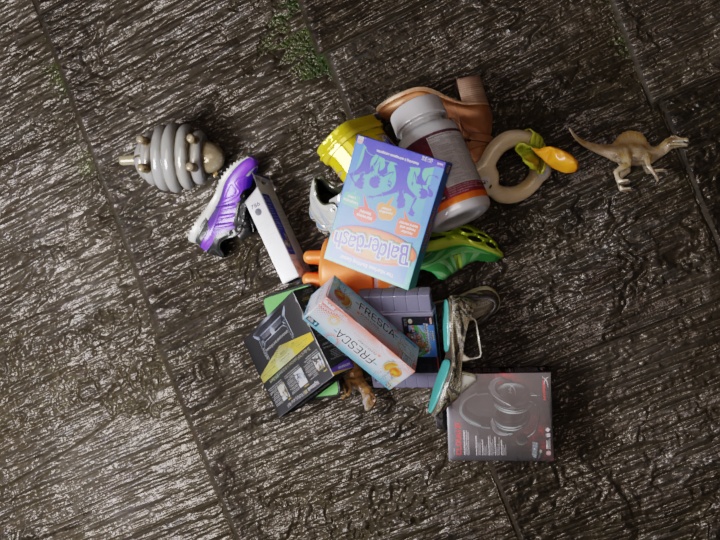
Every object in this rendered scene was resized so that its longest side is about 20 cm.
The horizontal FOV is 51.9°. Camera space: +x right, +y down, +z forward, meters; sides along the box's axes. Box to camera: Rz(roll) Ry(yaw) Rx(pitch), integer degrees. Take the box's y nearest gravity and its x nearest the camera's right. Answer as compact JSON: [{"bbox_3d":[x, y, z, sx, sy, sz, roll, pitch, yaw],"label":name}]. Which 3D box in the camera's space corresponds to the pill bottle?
[{"bbox_3d":[0.125,-0.173,1.196,0.108,0.109,0.203,-24,78,10],"label":"pill bottle"}]

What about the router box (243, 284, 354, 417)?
[{"bbox_3d":[-0.112,0.143,1.282,0.200,0.052,0.159,-41,71,45],"label":"router box"}]

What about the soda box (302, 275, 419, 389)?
[{"bbox_3d":[0.004,0.103,1.211,0.200,0.064,0.068,41,123,-16],"label":"soda box"}]

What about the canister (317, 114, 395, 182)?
[{"bbox_3d":[0.037,-0.158,1.267,0.086,0.148,0.201,-41,85,32],"label":"canister"}]

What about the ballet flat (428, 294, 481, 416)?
[{"bbox_3d":[0.162,0.144,1.218,0.074,0.068,0.203,9,84,-5],"label":"ballet flat"}]

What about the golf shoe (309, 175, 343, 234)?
[{"bbox_3d":[-0.022,-0.081,1.221,0.078,0.098,0.199,-38,58,-20],"label":"golf shoe"}]

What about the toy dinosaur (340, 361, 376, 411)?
[{"bbox_3d":[-0.030,0.162,1.338,0.105,0.060,0.203,-22,79,-1],"label":"toy dinosaur"}]

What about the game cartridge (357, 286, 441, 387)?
[{"bbox_3d":[0.071,0.119,1.267,0.127,0.039,0.202,0,124,16],"label":"game cartridge"}]

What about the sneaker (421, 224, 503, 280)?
[{"bbox_3d":[0.152,-0.031,1.261,0.197,0.074,0.084,0,127,-24],"label":"sneaker"}]

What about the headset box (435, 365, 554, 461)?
[{"bbox_3d":[0.227,0.244,1.269,0.196,0.077,0.152,-2,90,9],"label":"headset box"}]

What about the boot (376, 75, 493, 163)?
[{"bbox_3d":[0.134,-0.242,1.292,0.197,0.077,0.158,-10,93,3],"label":"boot"}]

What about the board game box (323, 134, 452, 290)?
[{"bbox_3d":[0.041,-0.091,1.145,0.150,0.045,0.203,19,102,18],"label":"board game box"}]

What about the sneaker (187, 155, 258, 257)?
[{"bbox_3d":[-0.226,-0.110,1.358,0.099,0.070,0.201,36,105,7],"label":"sneaker"}]

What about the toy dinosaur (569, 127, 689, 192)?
[{"bbox_3d":[0.445,-0.188,1.243,0.196,0.058,0.103,2,76,3],"label":"toy dinosaur"}]

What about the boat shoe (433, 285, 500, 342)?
[{"bbox_3d":[0.149,0.084,1.287,0.198,0.065,0.074,-29,87,11],"label":"boat shoe"}]

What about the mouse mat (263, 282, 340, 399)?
[{"bbox_3d":[-0.108,0.132,1.319,0.160,0.007,0.203,-16,89,48],"label":"mouse mat"}]

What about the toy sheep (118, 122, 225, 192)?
[{"bbox_3d":[-0.343,-0.206,1.344,0.196,0.138,0.140,4,91,2],"label":"toy sheep"}]

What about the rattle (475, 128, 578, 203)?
[{"bbox_3d":[0.240,-0.136,1.220,0.198,0.131,0.144,-26,47,-5],"label":"rattle"}]

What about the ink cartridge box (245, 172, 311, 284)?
[{"bbox_3d":[-0.152,-0.074,1.327,0.039,0.099,0.202,-25,85,11],"label":"ink cartridge box"}]

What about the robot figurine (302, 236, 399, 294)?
[{"bbox_3d":[0.000,-0.002,1.289,0.197,0.117,0.145,3,52,11],"label":"robot figurine"}]
